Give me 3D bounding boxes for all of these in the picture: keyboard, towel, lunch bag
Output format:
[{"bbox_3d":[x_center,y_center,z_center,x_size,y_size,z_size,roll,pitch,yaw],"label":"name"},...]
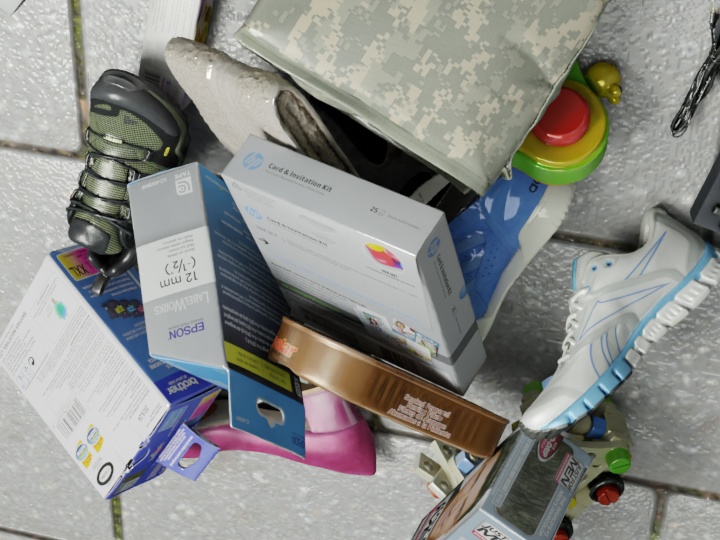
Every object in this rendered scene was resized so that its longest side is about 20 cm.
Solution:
[{"bbox_3d":[0.278,-0.109,1.026,0.127,0.021,0.200,23,125,3],"label":"keyboard"},{"bbox_3d":[-0.056,-0.082,1.069,0.133,0.034,0.200,27,162,41],"label":"towel"},{"bbox_3d":[0.045,-0.163,0.979,0.200,0.118,0.164,33,94,-2],"label":"lunch bag"}]

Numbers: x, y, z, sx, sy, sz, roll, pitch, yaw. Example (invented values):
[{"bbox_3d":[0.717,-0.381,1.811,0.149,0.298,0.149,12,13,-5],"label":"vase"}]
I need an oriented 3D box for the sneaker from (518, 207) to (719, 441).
[{"bbox_3d":[0.173,0.036,1.081,0.087,0.200,0.075,44,167,2],"label":"sneaker"}]

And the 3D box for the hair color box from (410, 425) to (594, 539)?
[{"bbox_3d":[0.090,0.202,1.139,0.061,0.099,0.200,36,140,-1],"label":"hair color box"}]

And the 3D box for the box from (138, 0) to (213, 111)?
[{"bbox_3d":[-0.127,-0.210,1.086,0.041,0.039,0.200,18,125,5],"label":"box"}]

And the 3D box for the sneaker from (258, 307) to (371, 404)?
[{"bbox_3d":[-0.052,0.043,1.201,0.200,0.074,0.089,-24,113,29],"label":"sneaker"}]

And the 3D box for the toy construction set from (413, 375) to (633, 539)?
[{"bbox_3d":[0.138,0.155,1.198,0.131,0.092,0.200,25,139,-29],"label":"toy construction set"}]

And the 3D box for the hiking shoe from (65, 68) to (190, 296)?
[{"bbox_3d":[-0.180,-0.063,1.134,0.076,0.101,0.200,17,144,9],"label":"hiking shoe"}]

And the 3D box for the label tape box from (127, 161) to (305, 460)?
[{"bbox_3d":[-0.103,0.038,1.109,0.066,0.200,0.143,-14,160,17],"label":"label tape box"}]

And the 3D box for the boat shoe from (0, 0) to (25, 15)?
[{"bbox_3d":[-0.225,-0.268,1.067,0.066,0.072,0.200,38,134,-13],"label":"boat shoe"}]

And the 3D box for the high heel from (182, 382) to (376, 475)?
[{"bbox_3d":[-0.086,0.155,1.291,0.200,0.067,0.096,-18,104,13],"label":"high heel"}]

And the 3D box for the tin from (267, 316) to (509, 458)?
[{"bbox_3d":[0.021,0.088,1.104,0.200,0.112,0.042,26,92,-30],"label":"tin"}]

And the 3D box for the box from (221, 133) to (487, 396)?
[{"bbox_3d":[0.000,0.000,1.040,0.156,0.041,0.200,23,159,26],"label":"box"}]

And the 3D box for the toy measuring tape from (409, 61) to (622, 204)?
[{"bbox_3d":[0.109,-0.070,1.028,0.200,0.074,0.074,-41,107,-8],"label":"toy measuring tape"}]

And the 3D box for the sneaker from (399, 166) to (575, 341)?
[{"bbox_3d":[0.064,-0.014,1.122,0.111,0.077,0.200,28,122,-7],"label":"sneaker"}]

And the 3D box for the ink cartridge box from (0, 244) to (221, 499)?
[{"bbox_3d":[-0.201,0.092,1.238,0.200,0.076,0.136,50,128,16],"label":"ink cartridge box"}]

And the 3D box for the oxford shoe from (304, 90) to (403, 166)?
[{"bbox_3d":[-0.020,-0.165,1.057,0.071,0.073,0.200,-25,111,30],"label":"oxford shoe"}]
